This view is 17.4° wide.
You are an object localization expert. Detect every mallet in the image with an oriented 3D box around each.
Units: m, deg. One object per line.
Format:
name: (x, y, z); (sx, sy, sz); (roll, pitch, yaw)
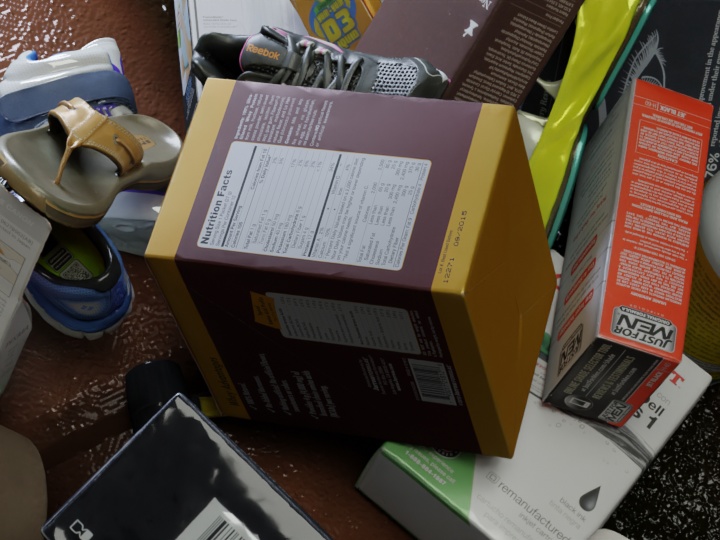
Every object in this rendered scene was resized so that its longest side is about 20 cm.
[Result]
mallet: (-0.056, 0.096, 1.552); (0.198, 0.041, 0.066); (2, 64, -16)

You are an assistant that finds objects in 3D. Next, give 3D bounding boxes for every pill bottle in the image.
pill bottle: (0.258, -0.007, 1.570); (0.112, 0.200, 0.114); (10, 62, -19)

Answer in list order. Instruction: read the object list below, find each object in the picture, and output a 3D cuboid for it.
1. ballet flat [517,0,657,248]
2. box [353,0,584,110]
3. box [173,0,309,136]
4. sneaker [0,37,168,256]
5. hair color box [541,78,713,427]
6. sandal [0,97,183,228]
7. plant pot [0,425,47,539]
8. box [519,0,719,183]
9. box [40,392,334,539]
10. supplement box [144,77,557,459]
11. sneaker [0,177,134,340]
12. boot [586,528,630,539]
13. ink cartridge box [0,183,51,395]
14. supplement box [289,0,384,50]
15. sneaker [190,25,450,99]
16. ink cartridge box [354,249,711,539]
ballet flat: (0.131, -0.109, 1.553); (0.067, 0.067, 0.201); (23, 100, 2)
box: (0.065, -0.152, 1.538); (0.075, 0.201, 0.100); (16, 19, -44)
box: (-0.071, -0.179, 1.665); (0.116, 0.060, 0.201); (-2, 66, -13)
sneaker: (-0.153, -0.091, 1.590); (0.198, 0.081, 0.148); (7, 69, -2)
hair color box: (0.174, -0.012, 1.524); (0.061, 0.102, 0.201); (18, 59, -9)
sandal: (-0.163, -0.078, 1.456); (0.080, 0.054, 0.200); (36, 24, 13)
plant pot: (-0.287, 0.147, 1.405); (0.174, 0.200, 0.202); (12, 61, -28)
box: (0.197, -0.146, 1.644); (0.198, 0.149, 0.105); (5, 27, -10)
box: (-0.070, 0.190, 1.397); (0.197, 0.200, 0.117); (44, 83, 9)
supplement box: (0.000, 0.000, 1.444); (0.198, 0.198, 0.134); (7, 59, 18)
sneaker: (-0.222, -0.044, 1.486); (0.199, 0.089, 0.079); (37, 66, 5)
boot: (0.184, 0.264, 1.476); (0.090, 0.073, 0.200); (-42, 102, -23)
ink cartridge box: (-0.272, -0.017, 1.464); (0.160, 0.201, 0.050); (35, 39, 6)
supplement box: (0.045, -0.202, 1.658); (0.199, 0.066, 0.069); (-23, 86, -44)
sneaker: (-0.037, -0.116, 1.499); (0.086, 0.199, 0.081); (40, 63, -40)
ink cartridge box: (0.117, 0.107, 1.556); (0.146, 0.084, 0.200); (38, 63, 6)
